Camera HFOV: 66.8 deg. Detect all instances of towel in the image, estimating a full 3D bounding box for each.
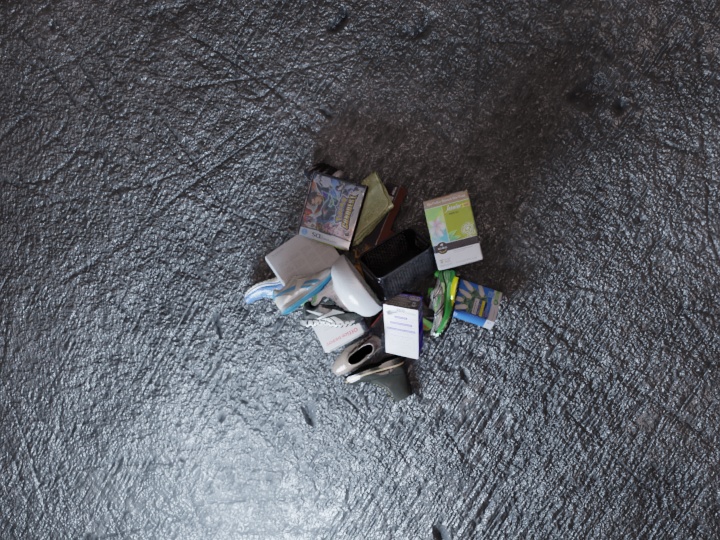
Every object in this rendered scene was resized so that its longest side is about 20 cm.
[{"bbox_3d":[0.009,-0.188,1.664,0.200,0.036,0.150,-44,56,29],"label":"towel"}]

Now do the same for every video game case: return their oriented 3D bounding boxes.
[{"bbox_3d":[-0.087,-0.180,1.654,0.177,0.025,0.204,18,96,14],"label":"video game case"}]

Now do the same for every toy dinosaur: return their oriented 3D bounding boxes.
[{"bbox_3d":[0.000,0.000,1.709,0.104,0.060,0.205,4,92,8],"label":"toy dinosaur"}]

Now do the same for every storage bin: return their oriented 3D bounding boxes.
[{"bbox_3d":[0.109,-0.022,1.607,0.198,0.095,0.135,-30,42,-13],"label":"storage bin"}]

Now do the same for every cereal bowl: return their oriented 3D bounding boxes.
[{"bbox_3d":[-0.024,0.056,1.598,0.083,0.200,0.202,-36,86,3],"label":"cereal bowl"}]

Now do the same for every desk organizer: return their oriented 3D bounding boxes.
[{"bbox_3d":[0.088,-0.159,1.669,0.071,0.076,0.203,30,99,52],"label":"desk organizer"}]

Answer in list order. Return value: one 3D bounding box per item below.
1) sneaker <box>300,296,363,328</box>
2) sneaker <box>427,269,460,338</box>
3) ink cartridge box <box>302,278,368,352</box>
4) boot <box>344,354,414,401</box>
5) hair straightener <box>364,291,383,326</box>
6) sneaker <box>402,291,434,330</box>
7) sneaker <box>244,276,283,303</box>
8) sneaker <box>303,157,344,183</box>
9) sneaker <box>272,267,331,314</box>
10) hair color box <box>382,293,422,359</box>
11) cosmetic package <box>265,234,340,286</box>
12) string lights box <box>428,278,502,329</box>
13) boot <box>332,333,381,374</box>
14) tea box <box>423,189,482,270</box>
[{"bbox_3d":[-0.088,0.123,1.637,0.196,0.066,0.093,-2,94,13],"label":"sneaker"},{"bbox_3d":[0.231,0.096,1.574,0.083,0.078,0.204,11,83,15],"label":"sneaker"},{"bbox_3d":[-0.083,0.133,1.713,0.143,0.087,0.203,-28,85,10],"label":"ink cartridge box"},{"bbox_3d":[0.060,0.360,1.705,0.197,0.077,0.141,-20,93,11],"label":"boot"},{"bbox_3d":[0.073,0.077,1.699,0.077,0.041,0.200,40,98,-13],"label":"hair straightener"},{"bbox_3d":[0.151,0.099,1.676,0.200,0.077,0.084,42,58,-10],"label":"sneaker"},{"bbox_3d":[-0.280,0.071,1.750,0.196,0.078,0.091,-20,86,9],"label":"sneaker"},{"bbox_3d":[-0.144,-0.254,1.723,0.113,0.075,0.201,40,98,13],"label":"sneaker"},{"bbox_3d":[-0.169,0.043,1.628,0.198,0.077,0.081,-34,75,-15],"label":"sneaker"},{"bbox_3d":[0.129,0.165,1.632,0.107,0.065,0.203,10,132,18],"label":"hair color box"},{"bbox_3d":[-0.176,-0.034,1.708,0.198,0.052,0.152,-35,88,-15],"label":"cosmetic package"},{"bbox_3d":[0.314,0.091,1.639,0.196,0.059,0.104,18,65,8],"label":"string lights box"},{"bbox_3d":[-0.020,0.265,1.675,0.199,0.146,0.070,-42,87,9],"label":"boot"},{"bbox_3d":[0.268,-0.114,1.589,0.131,0.200,0.201,-14,90,9],"label":"tea box"}]
